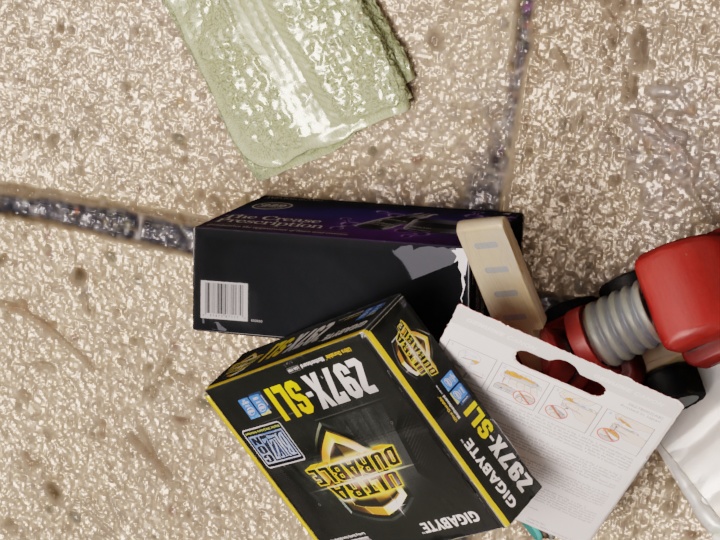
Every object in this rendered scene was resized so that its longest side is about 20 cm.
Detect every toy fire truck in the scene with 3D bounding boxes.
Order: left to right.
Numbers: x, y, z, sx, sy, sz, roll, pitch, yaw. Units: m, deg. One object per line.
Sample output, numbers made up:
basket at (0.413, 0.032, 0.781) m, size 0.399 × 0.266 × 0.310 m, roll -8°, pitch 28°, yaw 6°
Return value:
toy fire truck at (0.163, 0.022, 1.553) m, size 0.175 × 0.200 × 0.129 m, roll -26°, pitch 71°, yaw 25°

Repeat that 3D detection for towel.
towel at (-0.060, -0.177, 1.684) m, size 0.148 × 0.036 × 0.201 m, roll -27°, pitch 92°, yaw 21°

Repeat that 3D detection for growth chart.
growth chart at (0.262, 0.107, 1.612) m, size 0.144 × 0.018 × 0.201 m, roll -32°, pitch 72°, yaw 22°

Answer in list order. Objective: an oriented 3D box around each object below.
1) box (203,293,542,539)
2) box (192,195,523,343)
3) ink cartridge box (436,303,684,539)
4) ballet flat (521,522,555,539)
box at (0.004, 0.110, 1.562) m, size 0.200 × 0.049 × 0.160 m, roll -21°, pitch 107°, yaw 53°
box at (0.000, 0.000, 1.644) m, size 0.199 × 0.141 × 0.080 m, roll 4°, pitch 100°, yaw 18°
ink cartridge box at (0.112, 0.092, 1.553) m, size 0.160 × 0.050 × 0.200 m, roll 23°, pitch 141°, yaw -1°
ballet flat at (0.088, 0.099, 1.683) m, size 0.072 × 0.072 × 0.201 m, roll -43°, pitch 86°, yaw 21°
